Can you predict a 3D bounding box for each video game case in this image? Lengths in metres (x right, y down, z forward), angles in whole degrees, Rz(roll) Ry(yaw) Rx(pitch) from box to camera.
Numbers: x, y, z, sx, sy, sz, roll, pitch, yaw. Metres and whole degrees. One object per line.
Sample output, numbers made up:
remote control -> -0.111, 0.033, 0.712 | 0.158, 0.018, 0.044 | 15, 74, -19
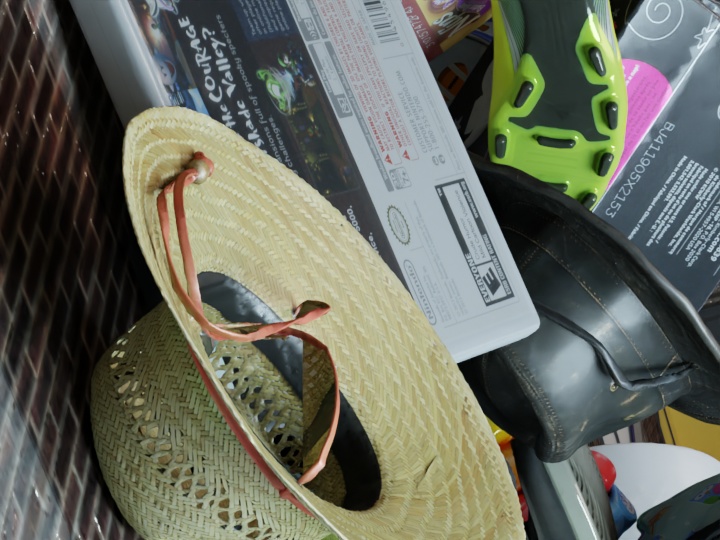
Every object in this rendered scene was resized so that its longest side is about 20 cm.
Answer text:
video game case -> -0.022, -0.050, 1.079 | 0.181, 0.023, 0.201 | -17, 82, -56

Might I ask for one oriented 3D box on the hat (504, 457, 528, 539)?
hat -> 0.031, 0.115, 1.270 | 0.201, 0.080, 0.202 | -16, 90, -81

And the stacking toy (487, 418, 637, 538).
stacking toy -> 0.048, 0.067, 1.467 | 0.201, 0.109, 0.116 | 60, 5, 0

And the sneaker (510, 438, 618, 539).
sneaker -> 0.074, 0.159, 1.366 | 0.075, 0.106, 0.201 | -90, 167, -54

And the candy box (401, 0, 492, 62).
candy box -> -0.017, -0.198, 1.334 | 0.201, 0.056, 0.117 | 57, 2, 14

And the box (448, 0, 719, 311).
box -> 0.121, -0.055, 1.422 | 0.132, 0.201, 0.115 | 27, 14, -27

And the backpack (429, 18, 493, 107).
backpack -> 0.080, -0.089, 1.558 | 0.154, 0.189, 0.201 | -55, 131, -58

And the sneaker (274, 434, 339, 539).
sneaker -> -0.014, 0.086, 1.058 | 0.200, 0.074, 0.085 | -62, 136, -77

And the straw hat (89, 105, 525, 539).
straw hat -> -0.039, 0.049, 0.931 | 0.201, 0.085, 0.201 | 47, 20, -22

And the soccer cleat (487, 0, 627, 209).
soccer cleat -> 0.088, -0.115, 1.301 | 0.084, 0.064, 0.201 | -78, 165, -58

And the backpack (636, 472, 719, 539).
backpack -> 0.204, 0.151, 1.382 | 0.200, 0.166, 0.127 | 63, 15, -87

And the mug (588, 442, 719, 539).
mug -> 0.141, 0.203, 1.677 | 0.200, 0.147, 0.176 | 26, 49, -44

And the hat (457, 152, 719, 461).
hat -> 0.087, 0.035, 1.245 | 0.200, 0.081, 0.201 | 39, -8, 6
